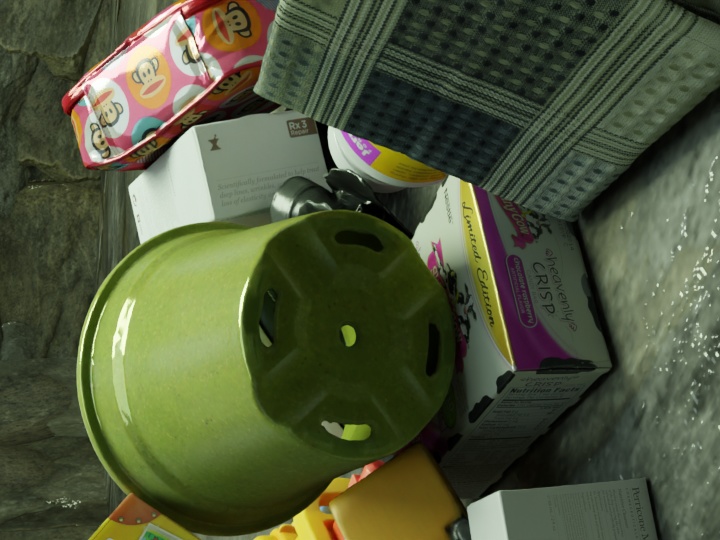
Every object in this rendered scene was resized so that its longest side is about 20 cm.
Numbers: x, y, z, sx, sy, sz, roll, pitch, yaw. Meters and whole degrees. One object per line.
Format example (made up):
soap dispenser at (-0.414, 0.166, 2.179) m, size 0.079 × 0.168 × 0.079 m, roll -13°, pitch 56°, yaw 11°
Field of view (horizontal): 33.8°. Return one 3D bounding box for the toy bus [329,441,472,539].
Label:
toy bus at (0.060, 0.195, 0.635) m, size 0.202 × 0.065 × 0.078 m, roll 58°, pitch 180°, yaw 14°

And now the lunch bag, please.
lunch bag at (-0.115, -0.147, 0.929) m, size 0.198 × 0.175 × 0.083 m, roll -26°, pitch 85°, yaw 31°

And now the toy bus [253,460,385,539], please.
toy bus at (-0.011, 0.220, 0.869) m, size 0.200 × 0.134 × 0.195 m, roll -127°, pitch 52°, yaw -65°

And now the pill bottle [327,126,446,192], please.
pill bottle at (0.041, -0.114, 0.704) m, size 0.200 × 0.102 × 0.106 m, roll 135°, pitch 131°, yaw -66°

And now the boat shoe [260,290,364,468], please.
boat shoe at (-0.029, 0.049, 0.847) m, size 0.201 × 0.061 × 0.073 m, roll 56°, pitch -171°, yaw -18°

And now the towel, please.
towel at (0.055, -0.100, 0.535) m, size 0.200 × 0.190 × 0.035 m, roll 128°, pitch 162°, yaw -66°

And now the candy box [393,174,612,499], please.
candy box at (0.066, 0.039, 0.703) m, size 0.201 × 0.060 × 0.138 m, roll 118°, pitch 147°, yaw -55°

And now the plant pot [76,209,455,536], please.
plant pot at (-0.044, 0.049, 0.689) m, size 0.184 × 0.197 × 0.204 m, roll -24°, pitch 68°, yaw 59°

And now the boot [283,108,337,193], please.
boot at (-0.031, -0.058, 0.969) m, size 0.168 × 0.075 × 0.204 m, roll -174°, pitch 89°, yaw -76°

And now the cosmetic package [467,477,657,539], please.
cosmetic package at (0.108, 0.205, 0.553) m, size 0.051 × 0.081 × 0.203 m, roll 126°, pitch 140°, yaw -65°

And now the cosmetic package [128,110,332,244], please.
cosmetic package at (-0.108, -0.062, 0.934) m, size 0.199 × 0.100 × 0.075 m, roll -18°, pitch 86°, yaw 65°

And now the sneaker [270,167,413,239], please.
sneaker at (0.002, -0.002, 0.827) m, size 0.103 × 0.060 × 0.201 m, roll 23°, pitch 156°, yaw 42°

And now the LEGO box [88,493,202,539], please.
LEGO box at (-0.086, 0.251, 0.712) m, size 0.077 × 0.198 × 0.150 m, roll -49°, pitch -17°, yaw -43°
